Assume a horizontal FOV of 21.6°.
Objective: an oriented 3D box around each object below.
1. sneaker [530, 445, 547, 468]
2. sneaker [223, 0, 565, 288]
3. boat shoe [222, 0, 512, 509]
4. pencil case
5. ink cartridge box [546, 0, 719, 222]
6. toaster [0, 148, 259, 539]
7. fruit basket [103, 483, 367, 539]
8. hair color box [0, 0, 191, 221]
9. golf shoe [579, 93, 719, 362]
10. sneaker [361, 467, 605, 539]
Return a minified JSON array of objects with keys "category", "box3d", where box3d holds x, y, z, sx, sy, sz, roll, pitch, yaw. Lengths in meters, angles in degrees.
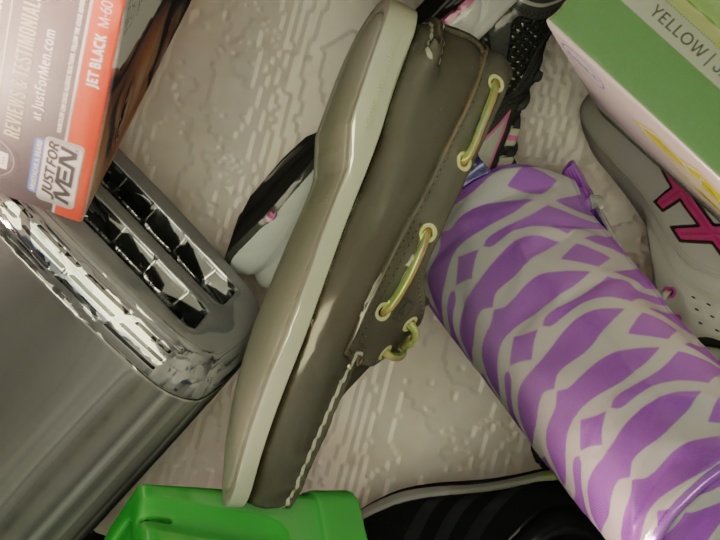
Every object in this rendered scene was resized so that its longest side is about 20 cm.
[{"category":"sneaker","box3d":[0.168,0.046,0.805,0.199,0.074,0.081,-13,74,1]},{"category":"sneaker","box3d":[0.036,-0.055,0.798,0.086,0.080,0.200,41,100,-14]},{"category":"boat shoe","box3d":[0.001,0.000,0.719,0.060,0.072,0.203,20,87,-14]},{"category":"pencil case","box3d":[0.096,0.038,0.714,0.085,0.200,0.084,-28,136,-6]},{"category":"ink cartridge box","box3d":[0.124,-0.056,0.635,0.048,0.200,0.146,-45,67,4]},{"category":"toaster","box3d":[-0.132,0.024,0.759,0.200,0.114,0.129,46,112,1]},{"category":"fruit basket","box3d":[-0.035,0.205,0.746,0.214,0.156,0.216,-5,125,-7]},{"category":"hair color box","box3d":[-0.093,-0.129,0.713,0.064,0.200,0.111,20,136,0]},{"category":"golf shoe","box3d":[0.143,-0.003,0.758,0.092,0.073,0.200,-38,58,-4]},{"category":"sneaker","box3d":[0.045,0.126,0.763,0.199,0.083,0.072,-25,100,30]}]
